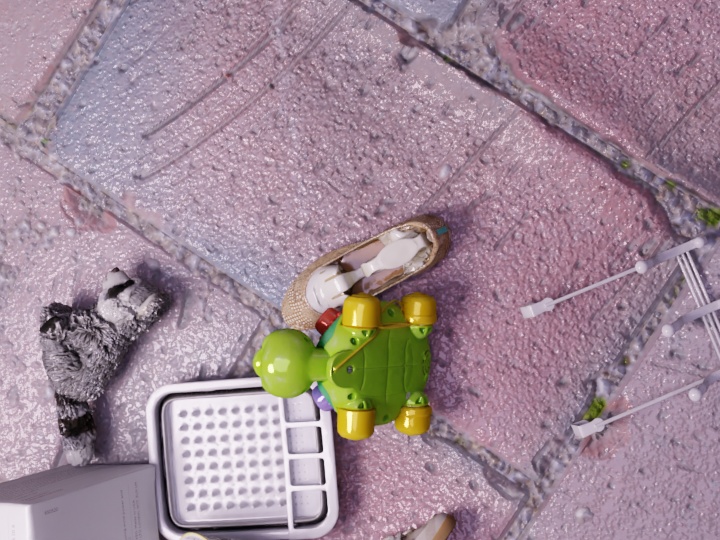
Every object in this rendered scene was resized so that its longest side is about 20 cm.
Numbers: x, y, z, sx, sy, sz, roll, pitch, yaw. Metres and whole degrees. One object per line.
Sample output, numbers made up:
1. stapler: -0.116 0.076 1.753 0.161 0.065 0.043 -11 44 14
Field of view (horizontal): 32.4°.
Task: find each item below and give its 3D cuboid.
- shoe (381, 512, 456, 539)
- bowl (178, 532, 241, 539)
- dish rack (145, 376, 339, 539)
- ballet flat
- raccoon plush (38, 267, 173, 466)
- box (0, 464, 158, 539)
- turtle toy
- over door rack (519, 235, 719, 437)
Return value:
1. shoe: 0.018 0.317 1.278 0.053 0.070 0.200 44 96 3
2. bowl: -0.111 0.355 1.268 0.094 0.201 0.201 -10 90 -31
3. dish rack: -0.122 0.197 1.311 0.199 0.044 0.172 -5 91 8
4. ballet flat: 0.000 0.000 1.277 0.200 0.065 0.071 -32 87 8
5. raccoon plush: -0.259 0.098 1.321 0.134 0.097 0.201 -8 110 -1
6. box: -0.307 0.309 1.247 0.130 0.200 0.200 -3 92 27
7. turtle toy: -0.010 0.091 1.240 0.101 0.200 0.146 7 94 51
8. over door rack: 0.279 0.069 1.237 0.200 0.067 0.148 -23 87 8
